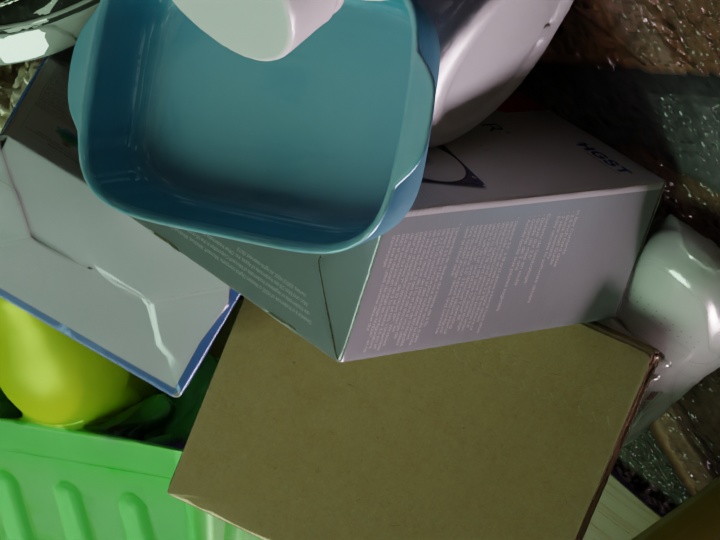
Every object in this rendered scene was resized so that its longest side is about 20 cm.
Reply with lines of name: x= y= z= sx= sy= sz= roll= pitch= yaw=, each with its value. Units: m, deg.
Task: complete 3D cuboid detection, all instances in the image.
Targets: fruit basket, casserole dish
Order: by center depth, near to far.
casserole dish: x=-0.040 y=-0.073 z=1.248 sx=0.199 sy=0.122 sz=0.039 roll=11 pitch=-177 yaw=38
fruit basket: x=-0.130 y=0.056 z=1.556 sx=0.215 sy=0.155 sz=0.217 roll=12 pitch=112 yaw=32

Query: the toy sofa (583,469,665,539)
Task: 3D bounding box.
toy sofa: x=0.163 y=0.186 z=1.652 sx=0.200 sy=0.098 sz=0.083 roll=38 pitch=180 yaw=20

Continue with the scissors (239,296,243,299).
scissors: x=0.000 y=0.000 z=1.549 sx=0.199 sy=0.014 sz=0.073 roll=-4 pitch=171 yaw=20

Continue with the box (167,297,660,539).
box: x=0.023 y=0.074 z=1.423 sx=0.199 sy=0.164 sz=0.021 roll=24 pitch=-174 yaw=15

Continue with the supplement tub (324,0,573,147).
supplement tub: x=-0.009 y=-0.158 z=1.313 sx=0.200 sy=0.123 sz=0.123 roll=39 pitch=156 yaw=17

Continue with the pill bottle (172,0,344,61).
pill bottle: x=0.008 y=-0.177 z=1.154 sx=0.119 sy=0.200 sz=0.120 roll=37 pitch=156 yaw=20

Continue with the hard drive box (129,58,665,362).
hard drive box: x=0.015 y=-0.036 z=1.358 sx=0.156 sy=0.199 sz=0.077 roll=34 pitch=116 yaw=33

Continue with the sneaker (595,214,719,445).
sneaker: x=0.134 y=0.044 z=1.450 sx=0.076 sy=0.080 sz=0.200 roll=44 pitch=154 yaw=12

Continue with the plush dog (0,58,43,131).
plush dog: x=-0.259 y=-0.099 z=1.756 sx=0.200 sy=0.172 sz=0.160 roll=48 pitch=165 yaw=4

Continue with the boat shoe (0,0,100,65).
boat shoe: x=-0.118 y=-0.167 z=1.453 sx=0.064 sy=0.199 sz=0.071 roll=57 pitch=-162 yaw=-27

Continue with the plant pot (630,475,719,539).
plant pot: x=0.179 y=0.208 z=1.497 sx=0.201 sy=0.189 sz=0.201 roll=38 pitch=156 yaw=21

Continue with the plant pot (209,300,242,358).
plant pot: x=-0.004 y=0.079 z=1.658 sx=0.199 sy=0.187 sz=0.187 roll=-13 pitch=119 yaw=47

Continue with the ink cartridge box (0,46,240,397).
ink cartridge box: x=-0.117 y=-0.036 z=1.452 sx=0.136 sy=0.077 sz=0.200 roll=31 pitch=-159 yaw=-8
